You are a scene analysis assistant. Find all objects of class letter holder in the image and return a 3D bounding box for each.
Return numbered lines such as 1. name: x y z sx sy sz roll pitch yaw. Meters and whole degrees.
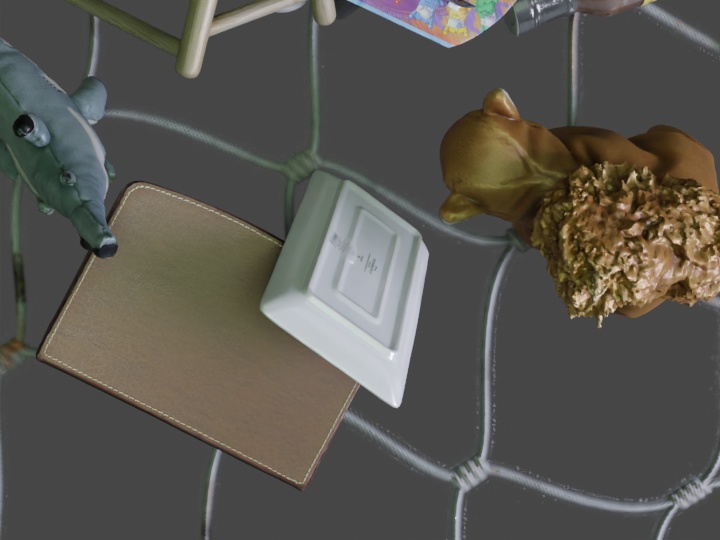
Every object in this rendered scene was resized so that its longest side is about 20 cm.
1. letter holder: -0.098 0.035 0.903 0.199 0.101 0.143 28 91 -11

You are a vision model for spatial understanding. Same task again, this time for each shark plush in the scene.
1. shark plush: -0.207 -0.072 0.838 0.091 0.201 0.083 -25 143 5

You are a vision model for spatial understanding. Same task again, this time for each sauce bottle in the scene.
1. sauce bottle: 0.194 -0.219 0.926 0.199 0.065 0.065 -20 100 -4

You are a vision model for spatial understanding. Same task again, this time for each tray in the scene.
1. tray: 0.000 0.000 0.866 0.107 0.200 0.022 35 118 -11

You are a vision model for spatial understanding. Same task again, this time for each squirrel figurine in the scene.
1. squirrel figurine: 0.149 -0.048 0.874 0.186 0.200 0.142 23 101 -23

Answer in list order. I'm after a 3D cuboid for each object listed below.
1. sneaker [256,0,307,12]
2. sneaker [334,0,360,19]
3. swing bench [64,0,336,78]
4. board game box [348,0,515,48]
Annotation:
1. sneaker: -0.048 -0.277 0.877 0.070 0.080 0.201 -3 97 -6
2. sneaker: 0.059 -0.234 0.903 0.200 0.076 0.091 -41 107 1
3. swing bench: -0.120 -0.251 0.766 0.130 0.199 0.201 -31 138 -41
4. board game box: 0.033 -0.243 0.836 0.199 0.039 0.159 23 87 -13
